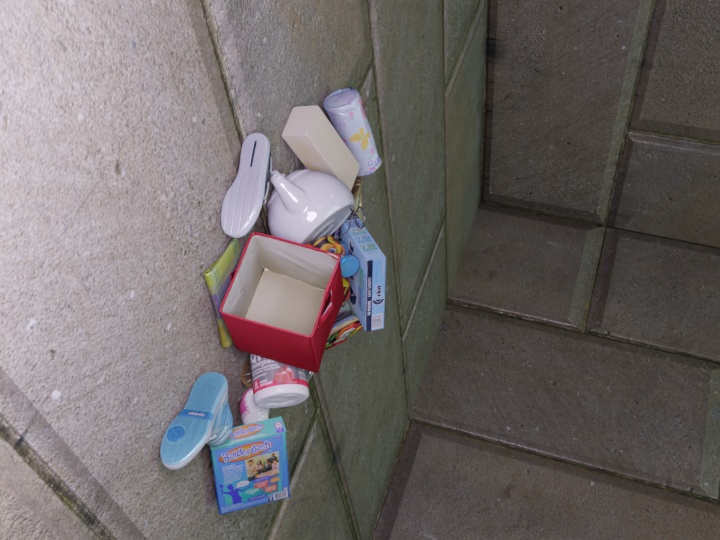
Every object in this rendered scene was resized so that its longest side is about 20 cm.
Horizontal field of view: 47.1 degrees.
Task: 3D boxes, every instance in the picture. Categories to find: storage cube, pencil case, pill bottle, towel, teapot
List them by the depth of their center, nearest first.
[{"bbox_3d":[-0.140,0.061,1.535,0.180,0.198,0.172,85,21,-63],"label":"storage cube"},{"bbox_3d":[-0.241,0.035,1.547,0.201,0.023,0.144,86,23,-44],"label":"towel"},{"bbox_3d":[-0.168,0.164,1.648,0.111,0.110,0.202,64,15,-66],"label":"pill bottle"},{"bbox_3d":[-0.116,-0.132,1.653,0.197,0.146,0.200,-34,169,-41],"label":"teapot"},{"bbox_3d":[-0.018,-0.312,1.879,0.083,0.091,0.201,-33,126,-14],"label":"pencil case"}]

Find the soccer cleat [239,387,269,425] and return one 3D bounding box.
[{"bbox_3d":[-0.208,0.326,1.702,0.069,0.086,0.201,-18,135,-34],"label":"soccer cleat"}]

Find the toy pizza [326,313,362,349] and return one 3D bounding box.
[{"bbox_3d":[-0.049,0.149,1.915,0.032,0.199,0.200,61,13,9],"label":"toy pizza"}]

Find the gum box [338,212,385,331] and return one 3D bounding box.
[{"bbox_3d":[0.000,0.000,1.731,0.200,0.044,0.171,-123,-152,-54],"label":"gum box"}]

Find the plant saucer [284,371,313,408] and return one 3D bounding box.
[{"bbox_3d":[-0.155,0.200,1.816,0.200,0.050,0.201,-50,-156,32],"label":"plant saucer"}]

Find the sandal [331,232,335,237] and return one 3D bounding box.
[{"bbox_3d":[-0.077,-0.082,1.790,0.201,0.045,0.076,-83,-173,-59],"label":"sandal"}]

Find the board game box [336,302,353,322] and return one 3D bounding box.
[{"bbox_3d":[-0.079,0.041,1.877,0.148,0.064,0.200,61,-3,16],"label":"board game box"}]

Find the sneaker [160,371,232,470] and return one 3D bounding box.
[{"bbox_3d":[-0.284,0.297,1.485,0.131,0.079,0.201,85,24,-44],"label":"sneaker"}]

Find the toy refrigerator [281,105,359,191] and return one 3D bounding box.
[{"bbox_3d":[-0.082,-0.249,1.723,0.200,0.069,0.076,50,52,-49],"label":"toy refrigerator"}]

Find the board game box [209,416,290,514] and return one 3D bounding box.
[{"bbox_3d":[-0.222,0.393,1.660,0.045,0.151,0.201,-119,-156,-50],"label":"board game box"}]

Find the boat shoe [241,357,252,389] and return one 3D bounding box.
[{"bbox_3d":[-0.190,0.174,1.758,0.201,0.073,0.065,-57,161,-30],"label":"boat shoe"}]

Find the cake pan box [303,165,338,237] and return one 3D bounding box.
[{"bbox_3d":[-0.087,-0.155,1.901,0.200,0.052,0.186,-28,130,-70],"label":"cake pan box"}]

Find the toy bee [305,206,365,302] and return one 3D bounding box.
[{"bbox_3d":[-0.064,-0.028,1.642,0.108,0.131,0.202,-6,103,-27],"label":"toy bee"}]

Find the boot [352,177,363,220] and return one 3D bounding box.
[{"bbox_3d":[-0.024,-0.173,2.075,0.155,0.072,0.202,17,75,-81],"label":"boot"}]

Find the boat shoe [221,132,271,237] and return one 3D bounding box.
[{"bbox_3d":[-0.192,-0.146,1.486,0.071,0.071,0.202,54,48,-64],"label":"boat shoe"}]
